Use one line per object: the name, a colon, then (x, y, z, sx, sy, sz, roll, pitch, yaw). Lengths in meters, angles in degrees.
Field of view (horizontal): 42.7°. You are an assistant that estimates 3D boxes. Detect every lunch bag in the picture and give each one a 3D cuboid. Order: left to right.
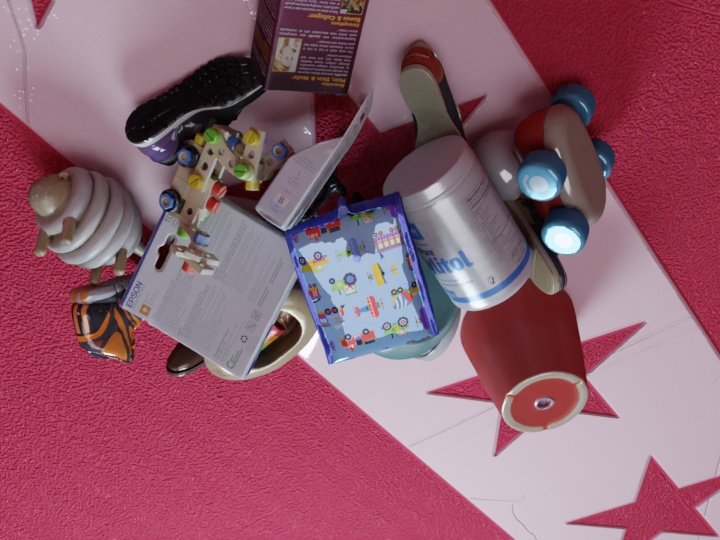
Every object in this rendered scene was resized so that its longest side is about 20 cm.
lunch bag: (0.000, 0.000, 1.153, 0.148, 0.095, 0.202, -16, 124, 5)

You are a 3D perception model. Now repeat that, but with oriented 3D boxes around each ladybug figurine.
ladybug figurine: (-0.145, 0.079, 1.318, 0.199, 0.072, 0.136, -36, 129, 15)

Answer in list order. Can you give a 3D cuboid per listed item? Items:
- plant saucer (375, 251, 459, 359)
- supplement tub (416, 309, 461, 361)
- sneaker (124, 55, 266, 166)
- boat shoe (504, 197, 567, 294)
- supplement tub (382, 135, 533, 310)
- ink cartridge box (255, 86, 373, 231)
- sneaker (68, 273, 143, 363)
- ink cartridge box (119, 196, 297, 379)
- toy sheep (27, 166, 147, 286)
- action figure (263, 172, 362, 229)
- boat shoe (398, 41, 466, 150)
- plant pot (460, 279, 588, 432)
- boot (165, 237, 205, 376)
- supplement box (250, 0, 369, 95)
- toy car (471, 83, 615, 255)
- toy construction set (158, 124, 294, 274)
plant saucer: (0.069, 0.027, 1.289, 0.197, 0.036, 0.204, -3, 96, -27)
supplement tub: (0.037, 0.047, 1.375, 0.198, 0.146, 0.145, 22, 124, -27)
sneaker: (-0.196, -0.202, 1.182, 0.197, 0.077, 0.088, -23, 149, 11)
boat shoe: (0.252, -0.045, 1.302, 0.064, 0.201, 0.073, -13, 127, -8)
supplement tub: (0.131, -0.059, 1.212, 0.131, 0.133, 0.201, -29, 116, 16)
ink cartridge box: (-0.056, -0.143, 1.162, 0.047, 0.160, 0.202, 33, 89, 0)
sneaker: (-0.327, 0.067, 1.301, 0.077, 0.199, 0.114, 2, 101, 35)
ink cartridge box: (-0.194, 0.010, 1.232, 0.198, 0.041, 0.202, 30, 101, 3)
toy sheep: (-0.356, -0.061, 1.220, 0.137, 0.139, 0.200, -30, 140, 16)
action figure: (-0.089, -0.049, 1.299, 0.199, 0.103, 0.119, -36, 113, 20)
boat shoe: (0.099, -0.205, 1.224, 0.070, 0.063, 0.201, -7, 134, 20)
plant pot: (0.273, 0.147, 1.484, 0.197, 0.179, 0.203, -5, 132, -6)
boot: (-0.241, 0.029, 1.323, 0.187, 0.064, 0.202, -47, 142, -26)
supplement box: (-0.056, -0.315, 1.074, 0.109, 0.086, 0.202, -2, 131, -22)
toy car: (0.222, -0.132, 1.267, 0.198, 0.185, 0.178, -5, 130, 37)
toy construction set: (-0.179, -0.095, 1.144, 0.202, 0.130, 0.092, -61, 165, 1)
